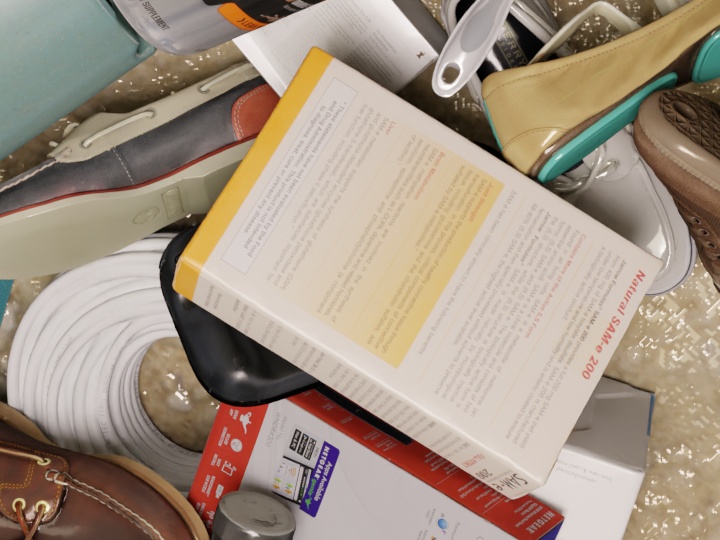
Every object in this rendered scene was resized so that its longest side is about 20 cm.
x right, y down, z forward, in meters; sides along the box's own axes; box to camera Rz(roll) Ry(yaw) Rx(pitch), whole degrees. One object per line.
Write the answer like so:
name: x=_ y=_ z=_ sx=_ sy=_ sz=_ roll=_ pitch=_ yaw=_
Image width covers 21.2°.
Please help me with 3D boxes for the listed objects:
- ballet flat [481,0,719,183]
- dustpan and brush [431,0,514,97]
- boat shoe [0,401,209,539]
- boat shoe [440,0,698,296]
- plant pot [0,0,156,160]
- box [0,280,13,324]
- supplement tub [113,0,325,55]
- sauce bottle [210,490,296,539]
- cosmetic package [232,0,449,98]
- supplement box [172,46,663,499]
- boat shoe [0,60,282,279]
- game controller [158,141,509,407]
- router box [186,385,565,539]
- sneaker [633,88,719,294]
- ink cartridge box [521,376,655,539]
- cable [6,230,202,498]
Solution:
ballet flat: x=0.147 y=-0.115 z=0.936 sx=0.199 sy=0.069 sz=0.063 roll=-29 pitch=75 yaw=-16
dustpan and brush: x=0.092 y=-0.169 z=0.934 sx=0.139 sy=0.057 sz=0.201 roll=33 pitch=94 yaw=2
boat shoe: x=-0.170 y=0.126 z=1.015 sx=0.199 sy=0.070 sz=0.071 roll=18 pitch=112 yaw=34
boat shoe: x=0.107 y=-0.068 z=0.986 sx=0.072 sy=0.066 sz=0.201 roll=-27 pitch=99 yaw=18
plant pot: x=-0.221 y=-0.131 z=0.977 sx=0.195 sy=0.200 sz=0.201 roll=-28 pitch=100 yaw=11
box: x=-0.267 y=0.072 z=1.114 sx=0.082 sy=0.049 sz=0.201 roll=21 pitch=109 yaw=5
supplement tub: x=-0.024 y=-0.188 z=0.890 sx=0.199 sy=0.123 sz=0.123 roll=-20 pitch=102 yaw=19
sauce bottle: x=-0.080 y=0.207 z=0.970 sx=0.066 sy=0.066 sz=0.201 roll=20 pitch=112 yaw=5
cosmetic package: x=-0.048 y=-0.167 z=0.996 sx=0.082 sy=0.051 sz=0.200 roll=-38 pitch=96 yaw=22
supplement box: x=0.026 y=0.003 z=0.922 sx=0.199 sy=0.074 sz=0.127 roll=32 pitch=75 yaw=-1
boat shoe: x=-0.125 y=-0.053 z=1.005 sx=0.199 sy=0.071 sz=0.063 roll=-21 pitch=69 yaw=-11
game controller: x=0.000 y=0.000 z=0.985 sx=0.199 sy=0.042 sz=0.105 roll=-18 pitch=71 yaw=-13
router box: x=-0.013 y=0.170 z=0.992 sx=0.179 sy=0.049 sz=0.201 roll=29 pitch=113 yaw=21
sneaker: x=0.192 y=-0.016 z=0.944 sx=0.199 sy=0.071 sz=0.076 roll=27 pitch=120 yaw=-33
ink cartridge box: x=0.096 y=0.164 z=1.033 sx=0.067 sy=0.115 sz=0.201 roll=18 pitch=110 yaw=6
cable: x=-0.094 y=0.072 z=1.069 sx=0.199 sy=0.069 sz=0.201 roll=-27 pitch=99 yaw=20
